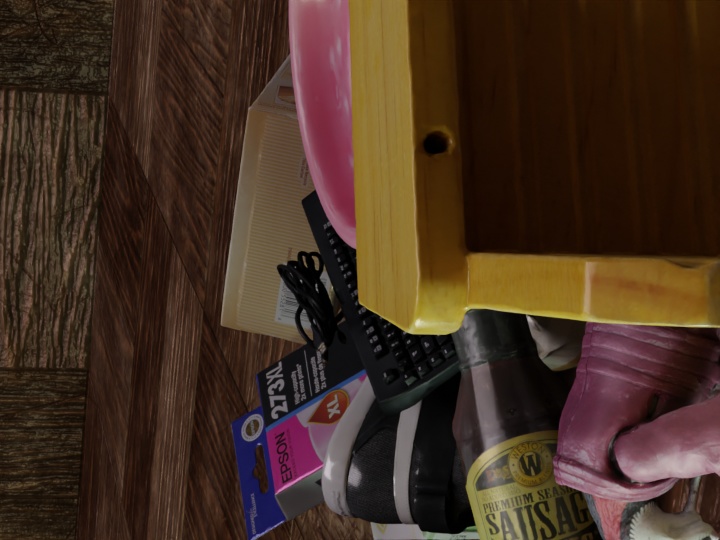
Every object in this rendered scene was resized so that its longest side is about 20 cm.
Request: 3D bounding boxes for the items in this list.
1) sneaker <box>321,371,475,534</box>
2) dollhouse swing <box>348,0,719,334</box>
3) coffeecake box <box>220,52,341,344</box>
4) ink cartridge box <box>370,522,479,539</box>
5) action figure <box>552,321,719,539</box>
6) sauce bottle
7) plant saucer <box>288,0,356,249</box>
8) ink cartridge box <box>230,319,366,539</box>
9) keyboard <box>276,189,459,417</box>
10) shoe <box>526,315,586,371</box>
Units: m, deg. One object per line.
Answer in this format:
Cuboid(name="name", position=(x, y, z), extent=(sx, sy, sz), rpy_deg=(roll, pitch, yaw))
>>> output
Cuboid(name="sneaker", position=(0.067, 0.057, 0.935), extent=(0.200, 0.112, 0.073), rpy_deg=(-66, -27, -25))
Cuboid(name="dollhouse swing", position=(0.115, -0.053, 0.520), extent=(0.176, 0.200, 0.182), rpy_deg=(137, 133, -70))
Cuboid(name="coffeecake box", position=(-0.027, -0.065, 1.142), extent=(0.200, 0.073, 0.154), rpy_deg=(-67, -13, -63))
Cuboid(name="ink cartridge box", position=(0.026, 0.158, 1.109), extent=(0.200, 0.048, 0.146), rpy_deg=(112, 154, -46))
Cuboid(name="action figure", position=(0.112, 0.028, 0.653), extent=(0.134, 0.149, 0.200), rpy_deg=(-5, 69, 68))
Cuboid(name="sauce bottle", position=(0.080, 0.099, 0.807), extent=(0.066, 0.066, 0.200), rpy_deg=(143, 111, -70))
Cuboid(name="plant saucer", position=(0.010, -0.112, 0.901), extent=(0.200, 0.051, 0.201), rpy_deg=(173, 90, -75))
Cuboid(name="ink cartridge box", position=(-0.008, 0.081, 1.049), extent=(0.200, 0.037, 0.095), rpy_deg=(-34, 46, 24))
Cuboid(name="keyboard", position=(0.000, 0.000, 0.933), extent=(0.104, 0.040, 0.200), rpy_deg=(-40, 35, 13))
Cuboid(name="shoe", position=(0.105, -0.017, 0.826), extent=(0.200, 0.053, 0.070), rpy_deg=(113, 153, -52))
